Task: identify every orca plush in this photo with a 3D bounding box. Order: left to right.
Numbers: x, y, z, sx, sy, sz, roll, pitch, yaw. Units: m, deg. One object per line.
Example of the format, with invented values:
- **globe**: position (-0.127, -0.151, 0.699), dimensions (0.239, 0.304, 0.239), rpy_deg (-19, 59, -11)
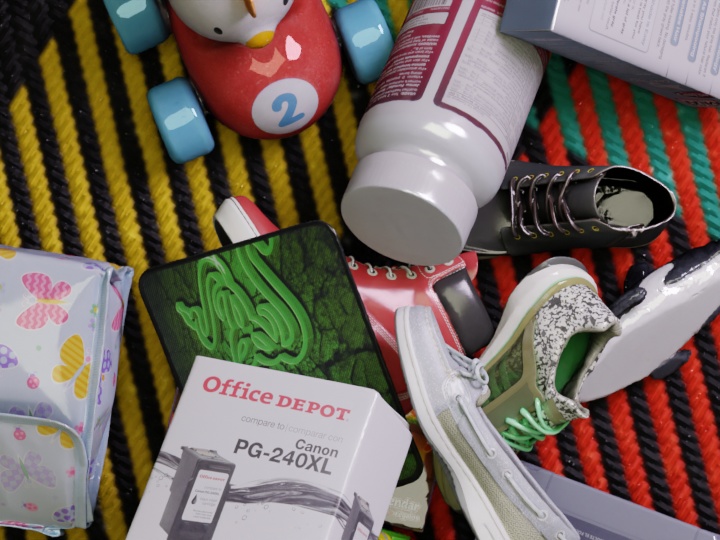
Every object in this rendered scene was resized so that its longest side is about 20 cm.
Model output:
- **orca plush**: position (0.215, 0.008, 1.656), dimensions (0.200, 0.105, 0.071), rpy_deg (-51, 46, 19)

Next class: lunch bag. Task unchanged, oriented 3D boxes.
- **lunch bag**: position (-0.260, 0.083, 1.628), dimensions (0.169, 0.127, 0.200), rpy_deg (9, 92, 3)

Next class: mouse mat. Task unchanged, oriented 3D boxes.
- **mouse mat**: position (-0.057, 0.074, 1.596), dimensions (0.161, 0.008, 0.200), rpy_deg (-16, 101, 24)

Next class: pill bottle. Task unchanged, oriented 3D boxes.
- **pill bottle**: position (0.061, -0.109, 1.613), dimensions (0.109, 0.110, 0.200), rpy_deg (22, 60, 2)

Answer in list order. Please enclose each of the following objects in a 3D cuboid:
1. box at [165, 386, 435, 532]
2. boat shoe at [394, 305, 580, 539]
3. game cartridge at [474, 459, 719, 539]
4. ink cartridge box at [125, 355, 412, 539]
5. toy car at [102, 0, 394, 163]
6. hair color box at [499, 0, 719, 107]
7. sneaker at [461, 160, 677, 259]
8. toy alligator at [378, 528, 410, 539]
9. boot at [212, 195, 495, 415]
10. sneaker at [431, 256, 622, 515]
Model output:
- **box**: position (-0.036, 0.103, 1.665), dimensions (0.200, 0.039, 0.137), rpy_deg (13, 84, 1)
- **boat shoe**: position (0.081, 0.111, 1.562), dimensions (0.065, 0.074, 0.202), rpy_deg (-25, 90, 5)
- **game cartridge**: position (0.171, 0.227, 1.621), dimensions (0.200, 0.041, 0.133), rpy_deg (20, 81, 28)
- **ink cartridge box**: position (-0.069, 0.168, 1.512), dimensions (0.145, 0.083, 0.200), rpy_deg (10, 68, 25)
- **toy car**: position (-0.083, -0.187, 1.609), dimensions (0.184, 0.200, 0.177), rpy_deg (-23, 86, -1)
- **hair color box**: position (0.199, -0.189, 1.625), dimensions (0.200, 0.061, 0.099), rpy_deg (16, 84, -36)
- **sneaker**: position (0.127, -0.051, 1.644), dimensions (0.200, 0.106, 0.075), rpy_deg (-3, 85, 0)
- **toy alligator**: position (0.029, 0.214, 1.590), dimensions (0.059, 0.200, 0.054), rpy_deg (17, 86, -34)
- **boot**: position (0.000, 0.000, 1.628), dimensions (0.144, 0.072, 0.200), rpy_deg (-40, 91, -8)
- **sneaker**: position (0.119, 0.092, 1.601), dimensions (0.077, 0.089, 0.200), rpy_deg (17, 105, -36)
